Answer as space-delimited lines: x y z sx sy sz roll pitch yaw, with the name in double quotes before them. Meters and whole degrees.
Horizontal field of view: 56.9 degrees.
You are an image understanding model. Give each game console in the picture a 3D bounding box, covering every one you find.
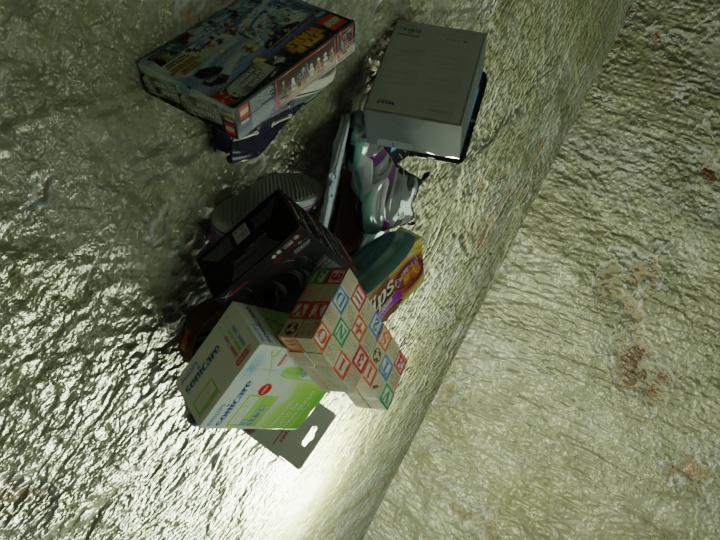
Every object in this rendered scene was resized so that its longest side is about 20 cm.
"game console" 0.135 -0.281 1.263 0.170 0.117 0.203 -40 151 -44

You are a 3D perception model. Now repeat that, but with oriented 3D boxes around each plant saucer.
"plant saucer" 0.000 0.000 1.038 0.199 0.028 0.200 -38 -168 9

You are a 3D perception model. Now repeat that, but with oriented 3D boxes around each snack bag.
"snack bag" -0.050 -0.121 1.049 0.202 0.021 0.191 -82 -176 -51

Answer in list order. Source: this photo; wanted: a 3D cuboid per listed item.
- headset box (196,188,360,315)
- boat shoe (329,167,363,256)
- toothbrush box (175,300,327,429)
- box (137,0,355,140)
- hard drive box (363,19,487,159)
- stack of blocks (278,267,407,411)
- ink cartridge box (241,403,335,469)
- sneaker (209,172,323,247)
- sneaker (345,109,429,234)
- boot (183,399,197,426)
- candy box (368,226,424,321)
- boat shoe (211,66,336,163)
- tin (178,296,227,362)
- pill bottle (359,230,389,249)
"headset box" -0.103 -0.002 0.921 0.148 0.078 0.200 -38 148 8
"boat shoe" -0.014 -0.114 1.160 0.070 0.069 0.203 123 -14 -69
"toothbrush box" -0.129 0.138 0.920 0.146 0.086 0.199 -51 144 14
"box" -0.115 -0.229 0.709 0.200 0.136 0.040 -46 153 -32
"hard drive box" 0.105 -0.289 1.050 0.077 0.153 0.203 81 25 -59
"stack of blocks" -0.016 0.107 0.897 0.201 0.058 0.116 57 47 -37
"ink cartridge box" -0.145 0.253 1.168 0.116 0.198 0.068 -52 158 -18
"sneaker" -0.139 -0.067 0.968 0.199 0.072 0.116 -28 147 -38
"sneaker" 0.050 -0.168 1.106 0.078 0.137 0.204 -171 -107 -74
"boot" -0.204 0.141 0.969 0.095 0.073 0.203 -23 134 -50
"candy box" 0.034 0.028 1.195 0.200 0.056 0.118 -43 143 -30
"boat shoe" -0.113 -0.210 0.849 0.199 0.074 0.094 -33 153 -38
"tin" -0.205 0.083 1.041 0.199 0.042 0.113 -23 141 -58
"pill bottle" -0.031 -0.006 1.234 0.202 0.110 0.111 -59 159 -4
